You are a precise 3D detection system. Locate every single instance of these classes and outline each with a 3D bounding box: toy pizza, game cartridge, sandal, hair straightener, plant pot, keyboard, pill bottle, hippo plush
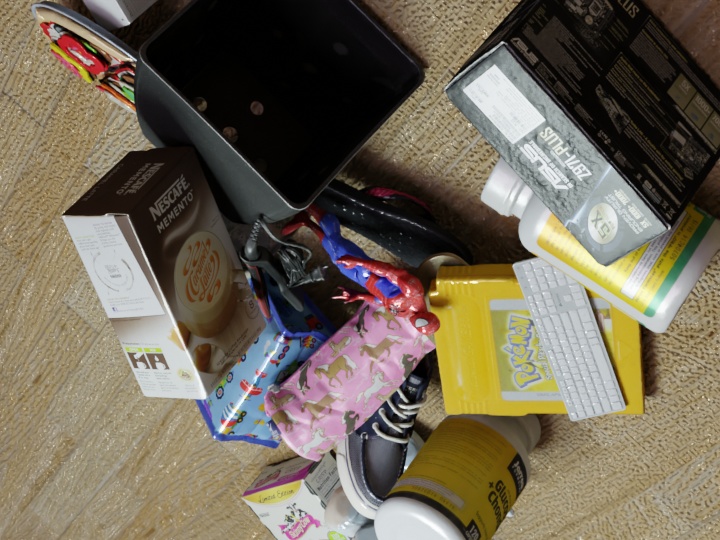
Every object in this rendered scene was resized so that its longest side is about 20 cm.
[{"bbox_3d":[-0.254,-0.200,1.734,0.199,0.032,0.200,33,170,6],"label":"toy pizza"},{"bbox_3d":[0.171,0.069,1.648,0.198,0.033,0.177,-2,128,11],"label":"game cartridge"},{"bbox_3d":[0.025,-0.058,1.690,0.199,0.045,0.075,27,148,5],"label":"sandal"},{"bbox_3d":[-0.070,-0.007,1.628,0.076,0.041,0.200,-10,157,1],"label":"hair straightener"},{"bbox_3d":[-0.098,-0.158,1.600,0.200,0.200,0.177,44,152,-5],"label":"plant pot"},{"bbox_3d":[0.198,0.064,1.614,0.056,0.011,0.201,-10,126,20],"label":"keyboard"},{"bbox_3d":[0.107,0.046,1.707,0.077,0.070,0.213,-13,126,19],"label":"sandal"},{"bbox_3d":[0.106,0.216,1.760,0.111,0.200,0.113,22,138,22],"label":"pill bottle"},{"bbox_3d":[0.067,0.274,1.928,0.199,0.160,0.161,-21,144,2],"label":"hippo plush"},{"bbox_3d":[0.210,-0.044,1.503,0.199,0.113,0.113,33,141,10],"label":"pill bottle"}]

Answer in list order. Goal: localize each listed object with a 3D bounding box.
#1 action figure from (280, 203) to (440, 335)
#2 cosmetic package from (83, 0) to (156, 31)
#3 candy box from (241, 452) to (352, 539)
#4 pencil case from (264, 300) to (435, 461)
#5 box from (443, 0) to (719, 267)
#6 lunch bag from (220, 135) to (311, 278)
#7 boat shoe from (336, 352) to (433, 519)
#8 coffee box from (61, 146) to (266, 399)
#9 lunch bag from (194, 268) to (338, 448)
[{"bbox_3d":[0.000,0.000,1.649,0.199,0.052,0.066,36,151,24],"label":"action figure"},{"bbox_3d":[-0.263,-0.336,1.645,0.050,0.083,0.201,-10,119,44],"label":"cosmetic package"},{"bbox_3d":[-0.034,0.319,2.085,0.200,0.061,0.136,52,141,-12],"label":"candy box"},{"bbox_3d":[-0.009,0.101,1.740,0.086,0.200,0.083,40,-170,-42],"label":"pencil case"},{"bbox_3d":[0.191,-0.134,1.392,0.200,0.164,0.086,46,141,-8],"label":"box"},{"bbox_3d":[-0.159,-0.042,1.741,0.163,0.200,0.118,-14,116,45],"label":"lunch bag"},{"bbox_3d":[0.029,0.151,1.781,0.074,0.201,0.093,18,143,-27],"label":"boat shoe"},{"bbox_3d":[-0.175,0.003,1.564,0.079,0.115,0.201,0,125,33],"label":"coffee box"},{"bbox_3d":[-0.126,0.065,1.841,0.151,0.094,0.200,-56,46,20],"label":"lunch bag"}]
